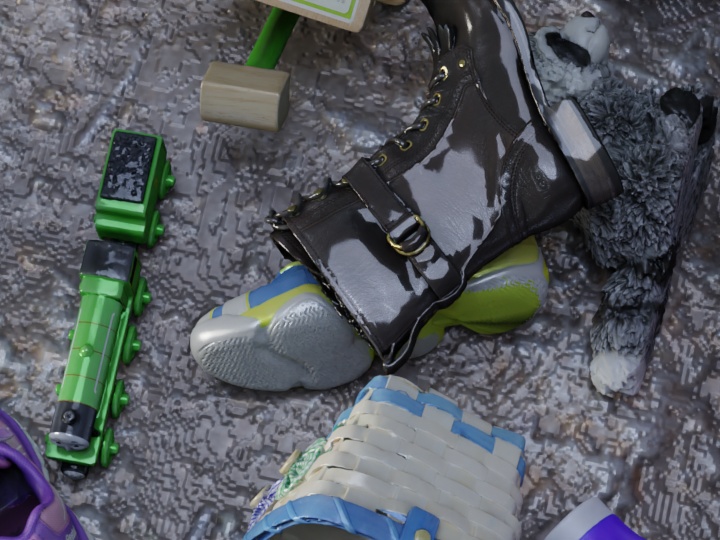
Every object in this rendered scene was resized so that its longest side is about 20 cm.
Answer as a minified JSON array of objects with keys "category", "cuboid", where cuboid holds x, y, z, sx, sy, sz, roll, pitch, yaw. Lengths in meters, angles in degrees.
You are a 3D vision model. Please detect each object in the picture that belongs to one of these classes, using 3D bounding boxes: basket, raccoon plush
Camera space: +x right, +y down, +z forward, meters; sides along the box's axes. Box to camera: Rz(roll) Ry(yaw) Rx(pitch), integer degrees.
[{"category":"basket","cuboid":[0.000,0.171,1.448,0.139,0.176,0.200,21,57,-11]},{"category":"raccoon plush","cuboid":[0.113,-0.044,1.565,0.134,0.097,0.200,14,72,15]}]

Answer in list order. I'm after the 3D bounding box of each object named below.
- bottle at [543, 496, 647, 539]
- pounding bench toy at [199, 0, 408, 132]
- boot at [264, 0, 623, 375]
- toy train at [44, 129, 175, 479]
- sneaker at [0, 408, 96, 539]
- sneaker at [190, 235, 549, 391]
[{"category":"bottle","cuboid":[0.175,0.204,1.476,0.065,0.084,0.200,-41,73,-11]},{"category":"pounding bench toy","cuboid":[-0.035,-0.184,1.595,0.124,0.156,0.200,18,103,8]},{"category":"boot","cuboid":[0.025,-0.065,1.510,0.174,0.069,0.200,-32,67,-2]},{"category":"toy train","cuboid":[-0.139,0.016,1.568,0.042,0.056,0.200,9,71,5]},{"category":"sneaker","cuboid":[-0.204,0.110,1.499,0.080,0.089,0.200,-38,51,-10]},{"category":"sneaker","cuboid":[0.000,0.000,1.570,0.199,0.076,0.105,-10,54,-3]}]
